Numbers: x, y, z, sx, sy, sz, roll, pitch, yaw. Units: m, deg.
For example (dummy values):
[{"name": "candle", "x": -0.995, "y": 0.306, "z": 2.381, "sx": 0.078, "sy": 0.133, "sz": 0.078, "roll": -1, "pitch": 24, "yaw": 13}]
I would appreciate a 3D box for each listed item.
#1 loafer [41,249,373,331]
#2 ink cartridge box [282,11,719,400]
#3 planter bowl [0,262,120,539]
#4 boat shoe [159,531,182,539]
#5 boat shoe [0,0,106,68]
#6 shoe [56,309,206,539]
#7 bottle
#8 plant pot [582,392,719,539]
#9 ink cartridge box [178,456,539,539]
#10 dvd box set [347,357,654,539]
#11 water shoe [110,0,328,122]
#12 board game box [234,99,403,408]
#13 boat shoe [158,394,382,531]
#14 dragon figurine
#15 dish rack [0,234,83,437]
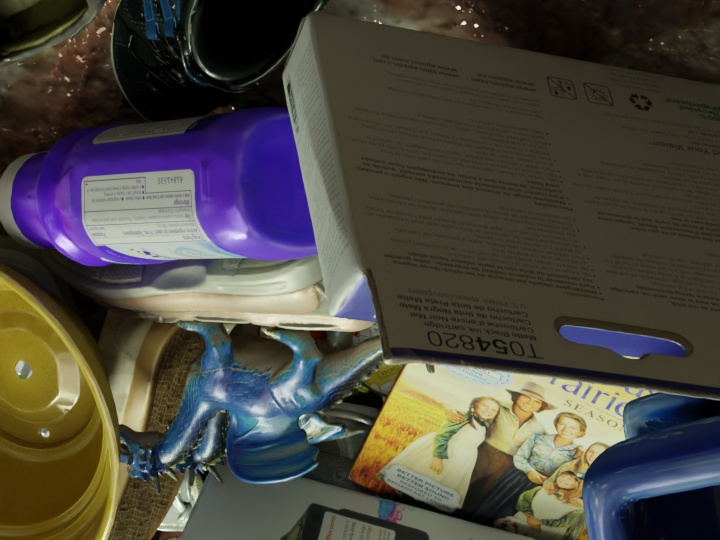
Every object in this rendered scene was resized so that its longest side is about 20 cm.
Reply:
[{"name": "loafer", "x": -0.075, "y": 0.002, "z": 1.090, "sx": 0.200, "sy": 0.072, "sz": 0.063, "roll": 4, "pitch": 140, "yaw": 44}, {"name": "ink cartridge box", "x": 0.078, "y": -0.012, "z": 0.872, "sx": 0.199, "sy": 0.200, "sz": 0.041, "roll": 9, "pitch": 130, "yaw": -18}, {"name": "planter bowl", "x": -0.189, "y": 0.063, "z": 1.139, "sx": 0.200, "sy": 0.083, "sz": 0.201, "roll": 10, "pitch": 116, "yaw": 22}, {"name": "boat shoe", "x": -0.032, "y": 0.179, "z": 1.303, "sx": 0.200, "sy": 0.070, "sz": 0.070, "roll": 4, "pitch": 144, "yaw": 24}, {"name": "boat shoe", "x": -0.181, "y": -0.122, "z": 1.022, "sx": 0.201, "sy": 0.066, "sz": 0.072, "roll": -15, "pitch": 129, "yaw": 38}, {"name": "shoe", "x": -0.127, "y": 0.088, "z": 1.209, "sx": 0.053, "sy": 0.070, "sz": 0.200, "roll": 32, "pitch": 118, "yaw": 23}, {"name": "bottle", "x": -0.090, "y": -0.035, "z": 1.018, "sx": 0.083, "sy": 0.065, "sz": 0.200, "roll": -2, "pitch": 180, "yaw": -43}, {"name": "plant pot", "x": 0.206, "y": 0.135, "z": 0.930, "sx": 0.200, "sy": 0.180, "sz": 0.200, "roll": -12, "pitch": 99, "yaw": 9}, {"name": "ink cartridge box", "x": 0.008, "y": 0.192, "z": 1.181, "sx": 0.200, "sy": 0.083, "sz": 0.146, "roll": 13, "pitch": 142, "yaw": 17}, {"name": "dvd box set", "x": 0.088, "y": 0.073, "z": 1.091, "sx": 0.146, "sy": 0.029, "sz": 0.200, "roll": 26, "pitch": 141, "yaw": 0}, {"name": "water shoe", "x": -0.064, "y": -0.109, "z": 0.969, "sx": 0.071, "sy": 0.079, "sz": 0.200, "roll": 32, "pitch": 141, "yaw": -11}, {"name": "board game box", "x": 0.000, "y": 0.000, "z": 1.115, "sx": 0.105, "sy": 0.023, "sz": 0.200, "roll": 7, "pitch": 140, "yaw": 16}, {"name": "boat shoe", "x": -0.062, "y": 0.116, "z": 1.245, "sx": 0.202, "sy": 0.065, "sz": 0.074, "roll": -13, "pitch": 130, "yaw": 37}, {"name": "dragon figurine", "x": -0.037, "y": 0.068, "z": 1.111, "sx": 0.200, "sy": 0.059, "sz": 0.100, "roll": 2, "pitch": 107, "yaw": 29}, {"name": "dish rack", "x": -0.216, "y": 0.042, "z": 1.251, "sx": 0.171, "sy": 0.044, "sz": 0.200, "roll": 5, "pitch": 138, "yaw": 20}]
